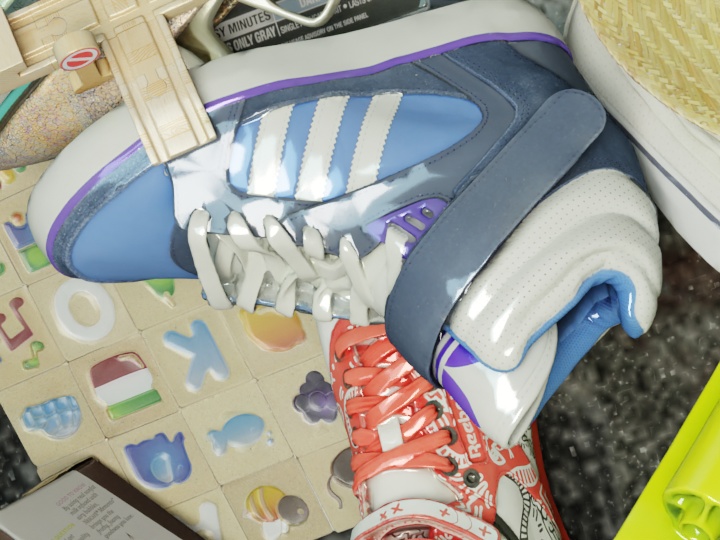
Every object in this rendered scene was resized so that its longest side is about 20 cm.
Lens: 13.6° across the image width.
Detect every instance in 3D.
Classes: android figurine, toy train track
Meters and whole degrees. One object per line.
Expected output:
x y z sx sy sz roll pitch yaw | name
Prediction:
0.114 0.084 1.004 0.041 0.182 0.200 31 60 11 | android figurine
-0.042 -0.110 0.985 0.199 0.033 0.115 -24 71 0 | toy train track

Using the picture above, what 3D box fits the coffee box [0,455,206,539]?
-0.062 0.176 1.105 0.200 0.080 0.113 35 117 15 | coffee box

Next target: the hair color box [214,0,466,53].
-0.037 -0.174 1.105 0.099 0.061 0.201 -18 85 20 | hair color box

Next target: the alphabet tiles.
-0.067 0.017 1.116 0.166 0.006 0.201 -23 102 21 | alphabet tiles

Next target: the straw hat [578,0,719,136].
0.162 -0.125 0.966 0.200 0.085 0.202 -3 79 16 | straw hat

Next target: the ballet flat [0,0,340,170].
-0.048 -0.095 1.040 0.067 0.068 0.200 42 99 2 | ballet flat

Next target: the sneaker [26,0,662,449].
0.000 0.000 0.994 0.199 0.081 0.147 -19 59 -4 | sneaker

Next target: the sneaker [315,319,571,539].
0.023 0.065 1.044 0.067 0.108 0.202 -16 101 19 | sneaker

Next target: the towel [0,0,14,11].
-0.114 -0.188 1.051 0.200 0.023 0.153 -42 71 -4 | towel

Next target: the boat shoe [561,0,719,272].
0.136 -0.049 1.000 0.200 0.071 0.070 47 138 44 | boat shoe

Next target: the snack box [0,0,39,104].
-0.160 -0.117 1.097 0.116 0.037 0.200 43 102 18 | snack box
